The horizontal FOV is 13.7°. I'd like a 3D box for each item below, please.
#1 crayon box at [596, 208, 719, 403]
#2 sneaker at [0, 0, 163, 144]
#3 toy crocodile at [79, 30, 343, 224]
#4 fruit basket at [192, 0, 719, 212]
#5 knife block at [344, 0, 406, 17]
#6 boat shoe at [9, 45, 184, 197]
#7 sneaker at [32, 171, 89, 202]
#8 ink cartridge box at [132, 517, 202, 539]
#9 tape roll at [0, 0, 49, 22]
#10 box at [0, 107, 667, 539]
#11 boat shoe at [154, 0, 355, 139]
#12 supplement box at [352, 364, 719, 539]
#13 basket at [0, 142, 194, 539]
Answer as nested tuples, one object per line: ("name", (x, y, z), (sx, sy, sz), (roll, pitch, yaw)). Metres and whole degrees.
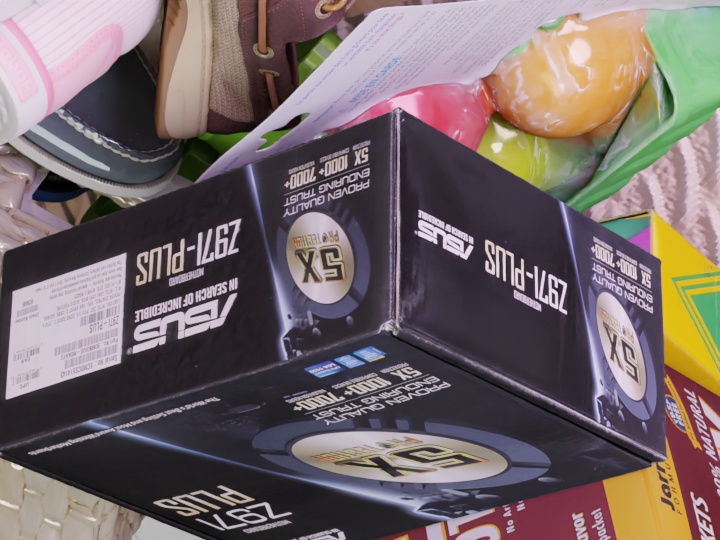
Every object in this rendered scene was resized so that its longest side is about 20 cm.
("crayon box", (0.077, 0.053, 1.279), (0.200, 0.058, 0.173), (-14, 147, 30))
("sneaker", (-0.141, -0.096, 1.171), (0.075, 0.105, 0.200), (53, 157, -16))
("toy crocodile", (-0.058, -0.049, 1.308), (0.067, 0.062, 0.200), (36, 137, -13))
("fruit basket", (0.038, -0.070, 1.127), (0.200, 0.094, 0.185), (-4, 158, -33))
("knife block", (-0.030, -0.180, 1.128), (0.200, 0.064, 0.176), (-13, 127, 40))
("boat shoe", (-0.140, -0.116, 1.233), (0.200, 0.073, 0.062), (50, 141, 3))
("sneaker", (-0.179, -0.108, 1.301), (0.199, 0.071, 0.083), (36, 137, -20))
("ink cartridge box", (-0.069, 0.048, 1.449), (0.200, 0.057, 0.163), (-28, 119, 24))
("tape roll", (-0.179, -0.189, 1.091), (0.202, 0.203, 0.139), (0, 135, 30))
("box", (-0.013, 0.032, 1.120), (0.200, 0.086, 0.164), (-18, 150, 35))
("boat shoe", (-0.032, -0.117, 1.103), (0.072, 0.072, 0.200), (7, 141, -6))
("supplement box", (0.097, 0.155, 1.223), (0.197, 0.133, 0.200), (-33, 138, 27))
("basket", (-0.139, 0.044, 1.311), (0.135, 0.124, 0.200), (25, 147, 4))
